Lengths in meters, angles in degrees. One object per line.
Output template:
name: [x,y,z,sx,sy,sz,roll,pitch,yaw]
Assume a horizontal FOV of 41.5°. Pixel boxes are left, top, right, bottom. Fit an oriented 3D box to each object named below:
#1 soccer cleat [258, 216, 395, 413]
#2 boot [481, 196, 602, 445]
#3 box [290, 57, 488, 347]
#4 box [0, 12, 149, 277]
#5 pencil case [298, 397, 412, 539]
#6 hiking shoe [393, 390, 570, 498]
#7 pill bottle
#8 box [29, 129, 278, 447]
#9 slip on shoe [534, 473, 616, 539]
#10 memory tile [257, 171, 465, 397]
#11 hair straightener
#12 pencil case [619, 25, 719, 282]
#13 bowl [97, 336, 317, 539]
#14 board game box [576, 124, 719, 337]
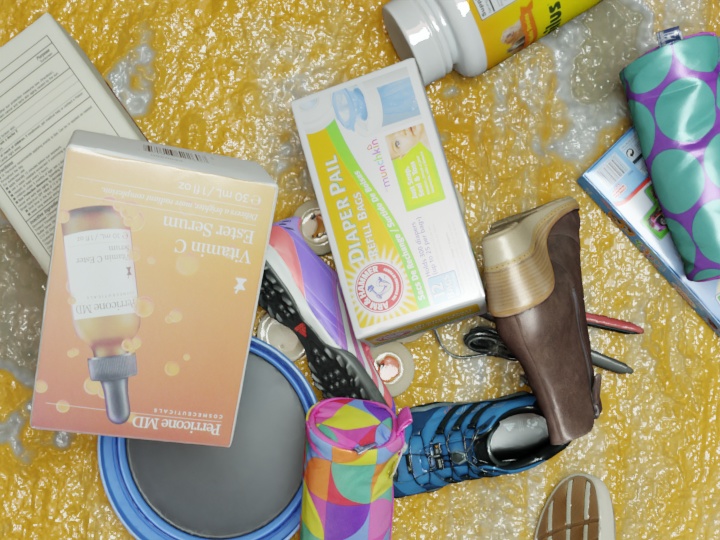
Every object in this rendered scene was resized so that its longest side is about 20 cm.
soccer cleat: [-0.024,0.046,0.812,0.073,0.068,0.201,-40,95,-36]
boot: [0.158,0.034,0.778,0.071,0.199,0.170,-18,95,29]
box: [0.027,-0.050,0.784,0.110,0.101,0.204,-18,80,7]
box: [-0.245,-0.089,0.815,0.127,0.109,0.202,-36,86,-2]
pencil case: [-0.009,0.203,0.771,0.086,0.089,0.204,7,111,1]
hiking shoe: [0.088,0.144,0.805,0.196,0.087,0.076,-18,85,-1]
pill bottle: [0.120,-0.244,0.824,0.198,0.109,0.111,-31,86,-1]
box: [-0.156,0.012,0.714,0.149,0.106,0.205,8,102,-16]
slip on shoe: [0.193,0.278,0.811,0.060,0.075,0.205,13,75,-38]
memory tile: [0.000,0.000,0.852,0.150,0.017,0.204,18,86,2]
hair straightener: [0.146,0.063,0.832,0.196,0.041,0.079,14,86,-3]
pencil case: [0.284,-0.096,0.786,0.091,0.085,0.204,-19,85,29]
bowl: [-0.126,0.151,0.822,0.196,0.039,0.206,0,91,1]
board game box: [0.314,-0.060,0.844,0.151,0.037,0.200,-42,85,-3]
